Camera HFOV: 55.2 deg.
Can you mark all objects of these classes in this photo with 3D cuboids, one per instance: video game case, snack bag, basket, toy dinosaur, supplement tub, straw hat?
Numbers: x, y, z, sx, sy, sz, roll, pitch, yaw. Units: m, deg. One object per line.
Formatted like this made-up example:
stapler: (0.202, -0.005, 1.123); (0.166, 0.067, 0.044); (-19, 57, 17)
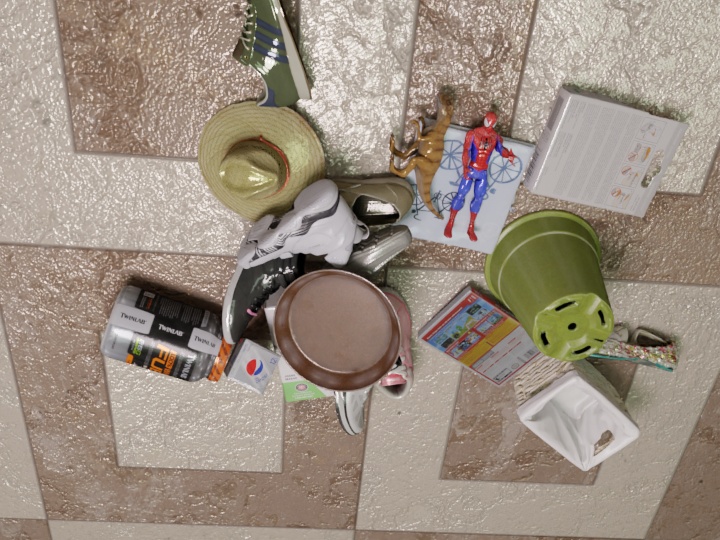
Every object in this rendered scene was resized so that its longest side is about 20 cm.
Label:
video game case: (0.221, 0.122, 1.223); (0.199, 0.018, 0.143); (32, 124, -19)
snack bag: (0.156, -0.125, 1.082); (0.186, 0.021, 0.202); (10, 120, -7)
basket: (0.384, 0.241, 1.251); (0.199, 0.124, 0.135); (39, 113, -22)
toy dinosaur: (0.093, -0.157, 1.015); (0.105, 0.061, 0.202); (5, 121, -5)
supplement tub: (-0.318, 0.111, 1.148); (0.198, 0.123, 0.123); (19, 119, -13)
straw hat: (-0.156, -0.143, 0.997); (0.198, 0.085, 0.204); (3, 113, 8)

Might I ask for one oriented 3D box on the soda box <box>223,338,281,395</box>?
soda box: (-0.182, 0.154, 1.133); (0.063, 0.200, 0.069); (27, 80, -9)

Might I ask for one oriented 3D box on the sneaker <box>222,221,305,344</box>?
sneaker: (-0.146, 0.027, 1.075); (0.098, 0.071, 0.202); (17, 83, 12)

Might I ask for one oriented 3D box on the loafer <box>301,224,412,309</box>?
loafer: (0.000, 0.000, 1.054); (0.199, 0.070, 0.070); (-32, 107, 19)

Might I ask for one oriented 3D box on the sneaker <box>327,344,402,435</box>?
sneaker: (0.015, 0.186, 1.129); (0.114, 0.076, 0.203); (-5, 118, 6)

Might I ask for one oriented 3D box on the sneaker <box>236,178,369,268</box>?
sneaker: (-0.084, -0.040, 1.013); (0.199, 0.076, 0.115); (-33, 124, 24)

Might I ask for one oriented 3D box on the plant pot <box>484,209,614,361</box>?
plant pot: (0.311, 0.038, 1.087); (0.197, 0.191, 0.202); (-1, 122, -2)

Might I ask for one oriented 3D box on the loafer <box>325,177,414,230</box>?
loafer: (-0.016, -0.099, 1.055); (0.197, 0.069, 0.076); (-8, 122, 14)

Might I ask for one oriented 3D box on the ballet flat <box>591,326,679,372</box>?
ballet flat: (0.480, 0.134, 1.233); (0.197, 0.076, 0.065); (11, 90, -14)

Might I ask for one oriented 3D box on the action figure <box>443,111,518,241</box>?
action figure: (0.174, -0.128, 1.015); (0.064, 0.099, 0.202); (6, 118, -6)

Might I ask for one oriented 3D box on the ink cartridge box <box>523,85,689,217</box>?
ink cartridge box: (0.369, -0.178, 1.047); (0.197, 0.050, 0.163); (9, 120, -13)

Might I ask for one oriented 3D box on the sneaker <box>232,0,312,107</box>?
sneaker: (-0.135, -0.312, 0.930); (0.089, 0.067, 0.202); (-18, 123, 3)

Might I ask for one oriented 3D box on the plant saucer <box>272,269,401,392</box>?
plant saucer: (-0.034, 0.088, 1.039); (0.197, 0.035, 0.203); (4, 111, 11)

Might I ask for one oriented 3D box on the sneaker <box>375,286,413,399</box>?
sneaker: (0.054, 0.134, 1.186); (0.074, 0.105, 0.202); (-7, 121, 6)

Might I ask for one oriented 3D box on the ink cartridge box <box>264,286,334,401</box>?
ink cartridge box: (-0.075, 0.115, 1.180); (0.143, 0.084, 0.202); (-8, 121, 2)
